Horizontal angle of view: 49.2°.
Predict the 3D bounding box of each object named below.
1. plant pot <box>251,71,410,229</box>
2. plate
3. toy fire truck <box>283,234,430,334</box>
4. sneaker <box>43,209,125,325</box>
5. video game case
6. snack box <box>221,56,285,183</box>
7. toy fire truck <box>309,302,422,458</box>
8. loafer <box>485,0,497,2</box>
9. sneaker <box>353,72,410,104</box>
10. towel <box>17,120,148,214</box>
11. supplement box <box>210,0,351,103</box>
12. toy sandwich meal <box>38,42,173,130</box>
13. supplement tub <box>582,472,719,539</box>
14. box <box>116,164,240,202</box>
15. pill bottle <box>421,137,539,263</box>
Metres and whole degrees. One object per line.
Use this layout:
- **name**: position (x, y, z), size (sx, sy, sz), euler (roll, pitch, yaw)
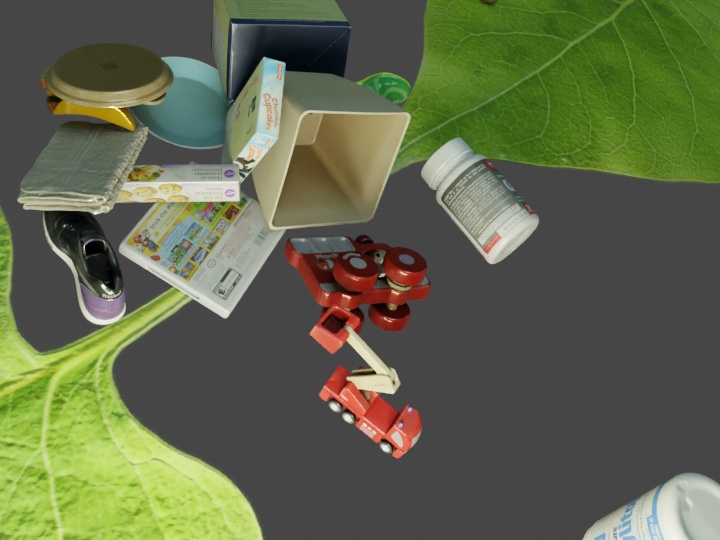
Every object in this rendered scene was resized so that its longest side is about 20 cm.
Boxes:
- **plant pot**: position (-0.072, -0.204, 1.227), size (0.196, 0.203, 0.178), euler (-7, 43, -35)
- **plate**: position (-0.282, -0.268, 1.281), size (0.196, 0.026, 0.204), euler (13, 53, -17)
- **toy fire truck**: position (0.000, 0.000, 1.180), size (0.196, 0.114, 0.169), euler (-5, 40, -29)
- **sneaker**: position (-0.358, -0.036, 1.039), size (0.075, 0.088, 0.202), euler (-20, 67, -34)
- **video game case**: position (-0.224, -0.051, 1.156), size (0.180, 0.023, 0.202), euler (31, 51, -2)
- **snack box**: position (-0.163, -0.215, 1.165), size (0.036, 0.199, 0.119), euler (10, 73, -22)
- **toy fire truck**: position (0.010, 0.150, 1.044), size (0.199, 0.142, 0.049), euler (38, 50, 5)
- **loafer**: position (0.299, -0.713, 1.839), size (0.074, 0.068, 0.204), euler (5, 55, -21)
- **sneaker**: position (0.002, -0.299, 1.408), size (0.196, 0.075, 0.085), euler (-13, 60, -21)
- **towel**: position (-0.383, -0.147, 1.098), size (0.129, 0.035, 0.202), euler (4, 41, 4)
- **supplement box**: position (-0.141, -0.391, 1.318), size (0.195, 0.136, 0.202), euler (-4, 42, -19)
- **toy sandwich meal**: position (-0.377, -0.272, 1.169), size (0.200, 0.071, 0.207), euler (5, 39, -4)
- **supplement tub**: position (0.397, 0.363, 1.036), size (0.129, 0.201, 0.134), euler (12, 51, -16)
- **box**: position (-0.274, -0.127, 1.143), size (0.195, 0.042, 0.039), euler (-1, 49, -9)
- **pill bottle**: position (0.201, -0.123, 1.345), size (0.113, 0.114, 0.201), euler (-27, 72, -36)
